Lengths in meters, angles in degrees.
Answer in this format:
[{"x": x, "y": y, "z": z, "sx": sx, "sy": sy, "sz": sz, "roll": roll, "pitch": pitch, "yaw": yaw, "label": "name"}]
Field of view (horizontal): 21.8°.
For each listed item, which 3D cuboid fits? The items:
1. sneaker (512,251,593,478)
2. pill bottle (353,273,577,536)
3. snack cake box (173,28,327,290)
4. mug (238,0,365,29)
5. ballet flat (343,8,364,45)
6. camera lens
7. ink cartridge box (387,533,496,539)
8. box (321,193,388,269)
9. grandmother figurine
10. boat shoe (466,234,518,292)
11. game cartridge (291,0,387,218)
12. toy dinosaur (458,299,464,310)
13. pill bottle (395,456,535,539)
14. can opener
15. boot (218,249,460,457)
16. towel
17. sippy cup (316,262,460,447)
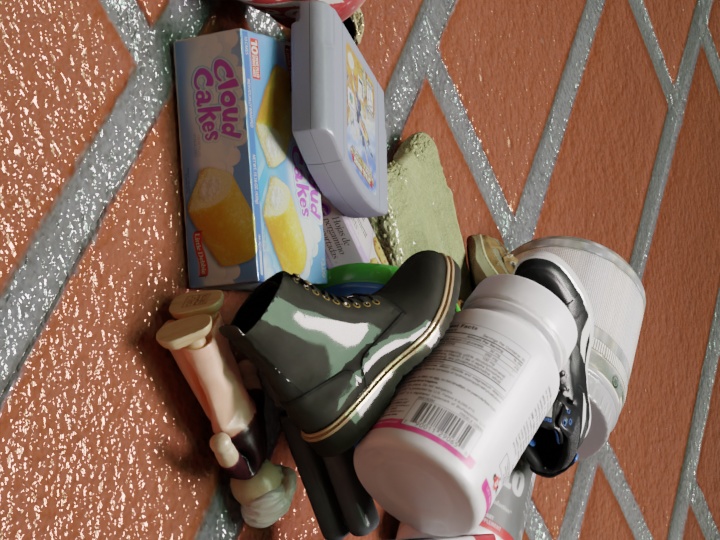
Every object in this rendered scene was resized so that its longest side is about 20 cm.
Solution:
[{"x": 0.171, "y": 0.092, "z": 1.683, "sx": 0.112, "sy": 0.073, "sz": 0.200, "roll": -60, "pitch": 142, "yaw": -63, "label": "sneaker"}, {"x": 0.089, "y": 0.103, "z": 1.486, "sx": 0.200, "sy": 0.113, "sz": 0.113, "roll": -53, "pitch": 132, "yaw": -35, "label": "pill bottle"}, {"x": -0.087, "y": -0.085, "z": 1.502, "sx": 0.115, "sy": 0.067, "sz": 0.200, "roll": 2, "pitch": 82, "yaw": -61, "label": "snack cake box"}, {"x": -0.104, "y": -0.284, "z": 1.493, "sx": 0.200, "sy": 0.177, "sz": 0.134, "roll": 9, "pitch": 112, "yaw": -57, "label": "mug"}, {"x": -0.034, "y": -0.192, "z": 1.648, "sx": 0.200, "sy": 0.046, "sz": 0.067, "roll": -47, "pitch": 126, "yaw": -56, "label": "ballet flat"}, {"x": 0.202, "y": 0.077, "z": 1.918, "sx": 0.160, "sy": 0.160, "sz": 0.200, "roll": 60, "pitch": 35, "yaw": -38, "label": "camera lens"}, {"x": 0.010, "y": 0.263, "z": 1.529, "sx": 0.200, "sy": 0.144, "sz": 0.084, "roll": 8, "pitch": 75, "yaw": -62, "label": "ink cartridge box"}, {"x": 0.000, "y": 0.000, "z": 1.680, "sx": 0.200, "sy": 0.039, "sz": 0.041, "roll": 65, "pitch": 30, "yaw": -31, "label": "box"}, {"x": -0.099, "y": 0.113, "z": 1.451, "sx": 0.121, "sy": 0.061, "sz": 0.200, "roll": -59, "pitch": 138, "yaw": -52, "label": "grandmother figurine"}, {"x": 0.152, "y": 0.022, "z": 1.832, "sx": 0.200, "sy": 0.076, "sz": 0.072, "roll": -104, "pitch": -179, "yaw": -58, "label": "boat shoe"}, {"x": -0.014, "y": -0.122, "z": 1.558, "sx": 0.200, "sy": 0.041, "sz": 0.133, "roll": 51, "pitch": 31, "yaw": -66, "label": "game cartridge"}, {"x": 0.097, "y": 0.081, "z": 1.685, "sx": 0.106, "sy": 0.060, "sz": 0.200, "roll": 16, "pitch": 24, "yaw": -44, "label": "toy dinosaur"}, {"x": 0.108, "y": 0.191, "z": 1.764, "sx": 0.114, "sy": 0.114, "sz": 0.200, "roll": 58, "pitch": 37, "yaw": -40, "label": "pill bottle"}, {"x": -0.045, "y": 0.125, "z": 1.491, "sx": 0.066, "sy": 0.053, "sz": 0.200, "roll": -38, "pitch": 109, "yaw": -55, "label": "can opener"}, {"x": -0.011, "y": 0.025, "z": 1.447, "sx": 0.138, "sy": 0.077, "sz": 0.200, "roll": 50, "pitch": 53, "yaw": -24, "label": "boot"}, {"x": 0.055, "y": -0.019, "z": 1.794, "sx": 0.148, "sy": 0.036, "sz": 0.200, "roll": -48, "pitch": 128, "yaw": -55, "label": "towel"}, {"x": 0.009, "y": 0.084, "z": 1.571, "sx": 0.140, "sy": 0.178, "sz": 0.130, "roll": 78, "pitch": 21, "yaw": -56, "label": "sippy cup"}]
